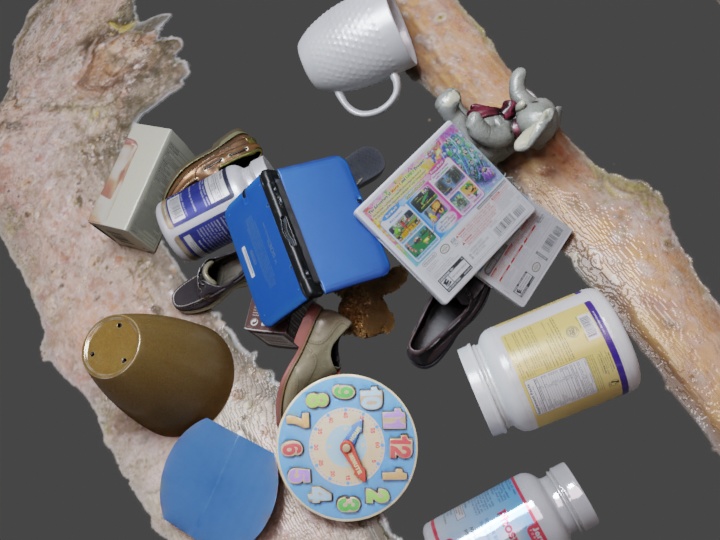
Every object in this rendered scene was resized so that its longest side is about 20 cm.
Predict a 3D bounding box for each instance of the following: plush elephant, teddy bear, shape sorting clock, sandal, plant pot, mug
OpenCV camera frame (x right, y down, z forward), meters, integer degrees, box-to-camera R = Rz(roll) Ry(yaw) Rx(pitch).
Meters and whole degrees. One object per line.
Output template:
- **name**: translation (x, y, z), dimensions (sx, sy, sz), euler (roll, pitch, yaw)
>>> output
- **plush elephant**: translation (0.226, -0.228, 1.064), dimensions (0.155, 0.165, 0.200), euler (-33, 91, 16)
- **teddy bear**: translation (0.000, 0.000, 1.057), dimensions (0.145, 0.200, 0.067), euler (-26, 16, -29)
- **shape sorting clock**: translation (-0.020, 0.245, 0.975), dimensions (0.200, 0.039, 0.200), euler (0, 79, 0)
- **sandal**: translation (-0.046, -0.138, 1.147), dimensions (0.200, 0.043, 0.076), euler (-25, 78, -23)
- **plant pot**: translation (-0.315, 0.139, 1.049), dimensions (0.186, 0.200, 0.187), euler (-6, 66, 13)
- **mug**: translation (-0.002, -0.362, 1.204), dimensions (0.175, 0.148, 0.200), euler (-20, 94, 17)

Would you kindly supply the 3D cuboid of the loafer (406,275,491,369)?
- **loafer**: translation (0.133, 0.052, 1.025), dimensions (0.072, 0.063, 0.200), euler (29, 79, 23)

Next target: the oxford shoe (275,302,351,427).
- **oxford shoe**: translation (-0.070, 0.150, 1.019), dimensions (0.075, 0.070, 0.200), euler (20, 106, 6)

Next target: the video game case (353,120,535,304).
- **video game case**: translation (0.122, -0.084, 0.993), dimensions (0.182, 0.024, 0.200), euler (45, 77, -1)

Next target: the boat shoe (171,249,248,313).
- **boat shoe**: translation (-0.234, 0.010, 1.138), dimensions (0.200, 0.065, 0.072), euler (-22, 63, 21)

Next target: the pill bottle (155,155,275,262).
- **pill bottle**: translation (-0.227, -0.105, 1.168), dimensions (0.200, 0.116, 0.116), euler (-26, 64, 5)

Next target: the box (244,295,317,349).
- **box**: translation (-0.109, 0.015, 1.094), dimensions (0.075, 0.100, 0.200), euler (4, 70, 17)

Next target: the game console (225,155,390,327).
- **game console**: translation (-0.081, -0.043, 1.007), dimensions (0.171, 0.118, 0.200), euler (-36, 68, 38)

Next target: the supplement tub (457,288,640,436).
- **supplement tub**: translation (0.243, 0.123, 0.918), dimensions (0.200, 0.145, 0.145), euler (-23, 64, 7)

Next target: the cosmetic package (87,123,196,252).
- **cosmetic package**: translation (-0.384, -0.147, 1.241), dimensions (0.087, 0.103, 0.200), euler (13, 72, 20)

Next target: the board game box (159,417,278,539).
- **board game box**: translation (-0.203, 0.319, 1.033), dimensions (0.200, 0.039, 0.158), euler (19, 80, 28)

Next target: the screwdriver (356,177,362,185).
- **screwdriver**: translation (-0.061, -0.066, 1.048), dimensions (0.029, 0.028, 0.200), euler (19, 68, 46)

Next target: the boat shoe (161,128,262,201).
- **boat shoe**: translation (-0.260, -0.166, 1.227), dimensions (0.200, 0.072, 0.068), euler (-45, 62, -4)

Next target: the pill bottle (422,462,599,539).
- **pill bottle**: translation (0.187, 0.323, 0.872), dimensions (0.200, 0.109, 0.109), euler (-30, 63, 3)

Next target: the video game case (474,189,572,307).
- **video game case**: translation (0.194, -0.060, 1.027), dimensions (0.200, 0.018, 0.143), euler (35, 80, -4)
